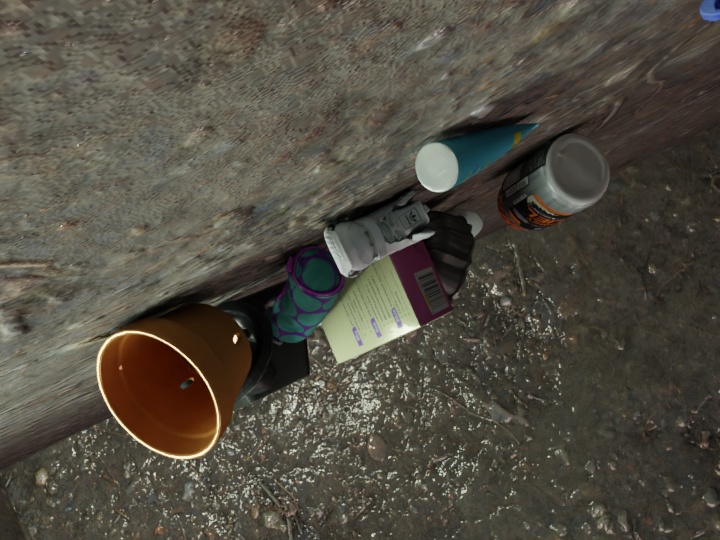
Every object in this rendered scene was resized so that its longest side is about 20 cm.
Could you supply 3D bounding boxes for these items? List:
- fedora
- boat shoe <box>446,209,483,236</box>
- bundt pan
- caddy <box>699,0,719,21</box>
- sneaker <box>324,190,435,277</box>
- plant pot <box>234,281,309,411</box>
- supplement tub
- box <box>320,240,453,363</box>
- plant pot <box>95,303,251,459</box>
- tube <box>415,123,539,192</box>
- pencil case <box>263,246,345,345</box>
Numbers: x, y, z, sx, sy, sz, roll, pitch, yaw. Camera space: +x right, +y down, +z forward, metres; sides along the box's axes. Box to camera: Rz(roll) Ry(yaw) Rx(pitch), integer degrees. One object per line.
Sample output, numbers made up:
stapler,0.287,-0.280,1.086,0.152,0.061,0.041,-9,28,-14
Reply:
fedora,-0.201,0.147,1.131,0.199,0.203,0.092,-27,140,18
boat shoe,0.169,-0.075,1.448,0.198,0.073,0.066,-27,179,29
bundt pan,0.105,-0.017,1.196,0.075,0.204,0.201,23,151,-23
caddy,0.359,-0.232,0.510,0.199,0.105,0.142,-28,-162,34
sneaker,0.029,-0.054,0.917,0.114,0.076,0.200,-28,180,19
plant pot,-0.209,0.154,1.315,0.198,0.179,0.199,-21,173,-34
supplement tub,0.316,-0.140,1.170,0.121,0.124,0.200,-24,175,-17
box,0.020,0.028,1.119,0.199,0.178,0.096,-29,173,42
plant pot,-0.243,0.139,0.970,0.199,0.201,0.140,-28,-170,33
tube,0.130,-0.133,0.773,0.077,0.051,0.199,-19,-174,39
pencil case,-0.091,0.042,1.067,0.091,0.086,0.200,19,148,-11
